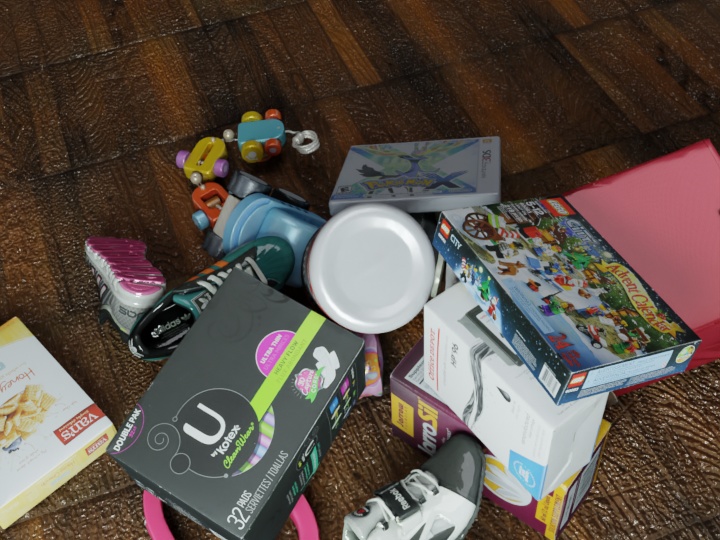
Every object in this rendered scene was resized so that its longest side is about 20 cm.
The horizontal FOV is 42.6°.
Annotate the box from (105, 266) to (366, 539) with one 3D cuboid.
[{"bbox_3d":[-0.103,0.132,0.844,0.147,0.125,0.201,27,68,14],"label":"box"}]

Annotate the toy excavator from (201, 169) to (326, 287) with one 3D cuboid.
[{"bbox_3d":[-0.053,-0.012,1.044,0.199,0.193,0.101,36,102,43],"label":"toy excavator"}]

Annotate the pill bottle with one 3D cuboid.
[{"bbox_3d":[0.000,0.000,0.902,0.114,0.200,0.118,0,88,-7],"label":"pill bottle"}]

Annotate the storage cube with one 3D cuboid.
[{"bbox_3d":[0.293,0.008,0.930,0.178,0.171,0.202,-20,68,3],"label":"storage cube"}]

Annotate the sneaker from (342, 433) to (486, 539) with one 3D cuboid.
[{"bbox_3d":[0.035,0.222,0.812,0.201,0.088,0.074,-56,28,-11],"label":"sneaker"}]

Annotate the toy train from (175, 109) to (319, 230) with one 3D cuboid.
[{"bbox_3d":[-0.152,-0.125,1.199,0.199,0.056,0.150,-38,58,-23],"label":"toy train"}]

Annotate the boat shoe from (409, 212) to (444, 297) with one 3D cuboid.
[{"bbox_3d":[0.065,-0.039,1.094,0.067,0.072,0.201,3,39,-6],"label":"boat shoe"}]

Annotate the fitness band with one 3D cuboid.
[{"bbox_3d":[-0.124,0.243,0.890,0.143,0.038,0.200,-27,54,-23],"label":"fitness band"}]

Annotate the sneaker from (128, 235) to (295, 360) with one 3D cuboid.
[{"bbox_3d":[-0.150,0.033,0.956,0.199,0.080,0.072,-35,96,-7],"label":"sneaker"}]

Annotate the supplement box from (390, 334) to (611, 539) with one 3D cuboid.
[{"bbox_3d":[0.130,0.154,0.900,0.199,0.111,0.086,30,57,26],"label":"supplement box"}]

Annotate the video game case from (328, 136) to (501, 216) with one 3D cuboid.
[{"bbox_3d":[0.072,-0.117,1.126,0.197,0.022,0.183,-3,28,10],"label":"video game case"}]

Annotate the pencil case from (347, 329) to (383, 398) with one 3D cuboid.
[{"bbox_3d":[-0.074,0.105,0.975,0.197,0.088,0.088,-9,49,-4],"label":"pencil case"}]

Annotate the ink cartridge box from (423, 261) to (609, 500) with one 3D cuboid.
[{"bbox_3d":[0.115,0.086,0.809,0.067,0.117,0.200,-29,53,-21],"label":"ink cartridge box"}]

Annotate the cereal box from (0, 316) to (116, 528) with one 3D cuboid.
[{"bbox_3d":[-0.369,0.153,0.975,0.143,0.040,0.199,-38,57,-26],"label":"cereal box"}]

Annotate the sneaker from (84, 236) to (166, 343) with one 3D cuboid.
[{"bbox_3d":[-0.275,0.022,1.064,0.073,0.089,0.200,0,21,-30],"label":"sneaker"}]

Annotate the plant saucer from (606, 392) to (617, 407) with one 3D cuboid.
[{"bbox_3d":[0.164,0.081,0.921,0.199,0.200,0.032,35,84,29],"label":"plant saucer"}]

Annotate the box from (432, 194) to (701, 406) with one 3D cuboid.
[{"bbox_3d":[0.167,0.015,0.777,0.135,0.038,0.201,-10,44,-26],"label":"box"}]
